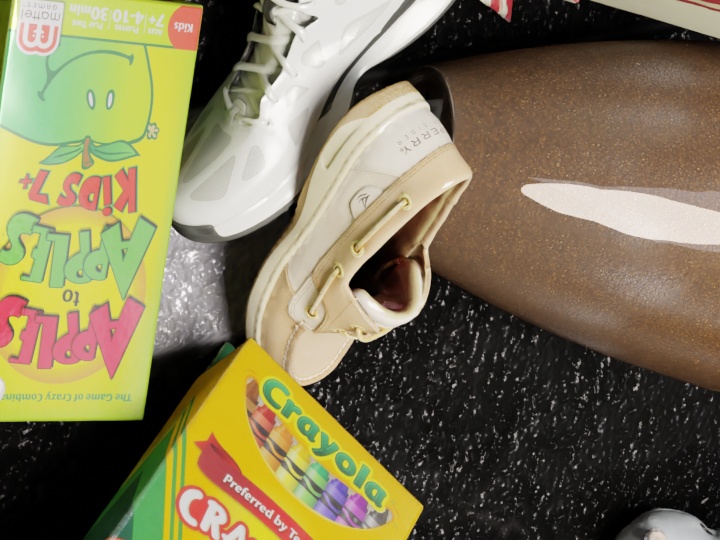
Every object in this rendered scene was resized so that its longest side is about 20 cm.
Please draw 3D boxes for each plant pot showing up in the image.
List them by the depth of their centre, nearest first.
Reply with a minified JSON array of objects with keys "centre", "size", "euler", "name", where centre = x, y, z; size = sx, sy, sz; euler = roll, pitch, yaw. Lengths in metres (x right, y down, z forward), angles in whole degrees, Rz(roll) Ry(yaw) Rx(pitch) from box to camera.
[{"centre":[0.114,-0.044,1.225],"size":[0.199,0.187,0.188],"euler":[10,97,-24],"name":"plant pot"}]

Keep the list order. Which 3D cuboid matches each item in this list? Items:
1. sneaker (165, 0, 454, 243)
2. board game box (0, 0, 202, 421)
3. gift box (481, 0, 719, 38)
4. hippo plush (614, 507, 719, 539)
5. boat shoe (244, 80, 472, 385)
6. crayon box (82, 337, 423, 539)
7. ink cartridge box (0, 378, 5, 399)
[{"centre":[-0.043,-0.114,1.110],"size":[0.201,0.076,0.115],"euler":[-51,142,-5],"name":"sneaker"},{"centre":[-0.141,-0.032,1.099],"size":[0.101,0.048,0.201],"euler":[2,101,-38],"name":"board game box"},{"centre":[0.139,-0.213,1.179],"size":[0.185,0.186,0.200],"euler":[-63,148,-8],"name":"gift box"},{"centre":[0.193,0.221,1.390],"size":[0.199,0.159,0.161],"euler":[-1,85,5],"name":"hippo plush"},{"centre":[0.000,0.000,1.145],"size":[0.074,0.069,0.200],"euler":[-29,155,-35],"name":"boat shoe"},{"centre":[-0.049,0.122,1.125],"size":[0.127,0.051,0.200],"euler":[44,40,-10],"name":"crayon box"},{"centre":[-0.265,0.080,1.019],"size":[0.200,0.068,0.116],"euler":[-46,125,-14],"name":"ink cartridge box"}]
